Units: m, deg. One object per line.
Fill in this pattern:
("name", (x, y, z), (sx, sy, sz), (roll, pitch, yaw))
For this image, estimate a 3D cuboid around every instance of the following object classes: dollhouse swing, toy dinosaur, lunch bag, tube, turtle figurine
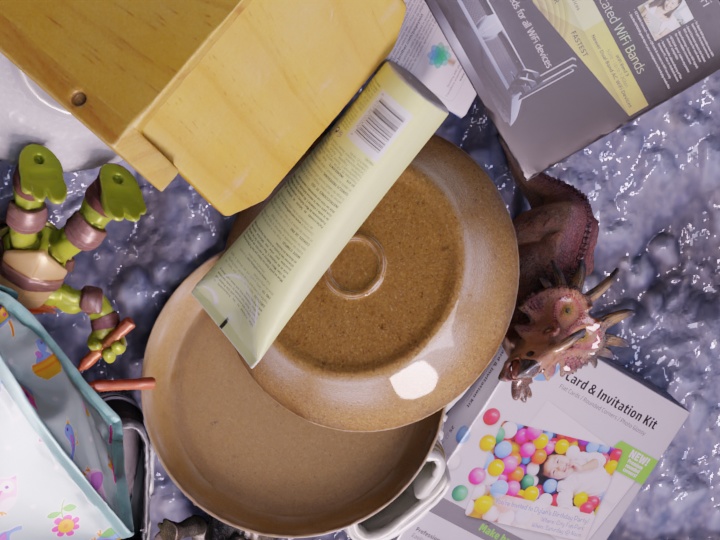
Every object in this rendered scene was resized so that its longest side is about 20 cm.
("dollhouse swing", (-0.096, -0.160, 1.441), (0.181, 0.176, 0.200), (40, 88, 11))
("toy dinosaur", (0.123, 0.000, 1.606), (0.085, 0.135, 0.201), (22, 62, -27))
("lunch bag", (-0.255, 0.099, 1.490), (0.169, 0.122, 0.200), (-24, 134, 12))
("toy dinosaur", (-0.075, 0.157, 1.657), (0.102, 0.076, 0.202), (3, 101, -63))
("tube", (-0.026, -0.038, 1.529), (0.052, 0.058, 0.200), (37, 100, -12))
("turtle figurine", (-0.193, -0.005, 1.526), (0.199, 0.065, 0.161), (25, 133, -15))

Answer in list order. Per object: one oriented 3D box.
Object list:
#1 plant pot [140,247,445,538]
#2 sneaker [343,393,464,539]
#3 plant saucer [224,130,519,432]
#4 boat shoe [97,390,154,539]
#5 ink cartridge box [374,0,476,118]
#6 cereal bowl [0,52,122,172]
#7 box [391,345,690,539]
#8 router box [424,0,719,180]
("plant pot", (-0.043, 0.075, 1.596), (0.198, 0.028, 0.202), (-1, 75, 2))
("sneaker", (0.048, 0.096, 1.653), (0.074, 0.116, 0.200), (37, 92, -28))
("plant saucer", (0.000, 0.000, 1.558), (0.200, 0.200, 0.035), (-49, 161, 3))
("boat shoe", (-0.169, 0.181, 1.624), (0.073, 0.068, 0.201), (8, 108, -25))
("ink cartridge box", (0.007, -0.203, 1.534), (0.199, 0.076, 0.137), (25, 98, -31))
("cereal bowl", (-0.173, -0.149, 1.480), (0.198, 0.083, 0.202), (-8, 114, -18))
("box", (0.119, 0.145, 1.745), (0.155, 0.041, 0.201), (30, 97, -30))
("router box", (0.118, -0.180, 1.486), (0.156, 0.052, 0.201), (-29, 112, 5))
